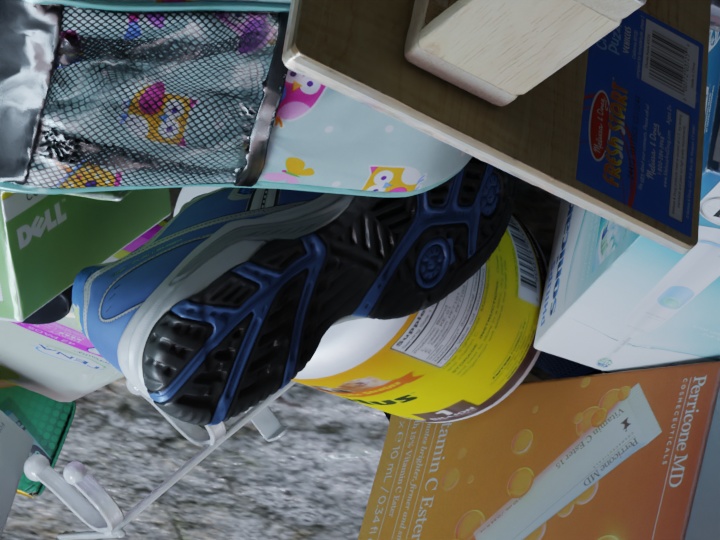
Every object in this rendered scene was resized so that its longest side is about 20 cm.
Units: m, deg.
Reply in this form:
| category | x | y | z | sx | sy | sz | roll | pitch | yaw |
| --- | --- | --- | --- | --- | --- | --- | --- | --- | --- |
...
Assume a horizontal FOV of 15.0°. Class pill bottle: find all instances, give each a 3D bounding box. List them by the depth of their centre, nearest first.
| category | x | y | z | sx | sy | sz | roll | pitch | yaw |
| --- | --- | --- | --- | --- | --- | --- | --- | --- | --- |
| pill bottle | 0.000 | 0.000 | 1.175 | 0.109 | 0.110 | 0.200 | -1 | 168 | 26 |

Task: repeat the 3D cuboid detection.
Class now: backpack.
| category | x | y | z | sx | sy | sz | roll | pitch | yaw |
| --- | --- | --- | --- | --- | --- | --- | --- | --- | --- |
| backpack | -0.039 | -0.113 | 0.959 | 0.199 | 0.176 | 0.154 | 10 | 124 | -20 |

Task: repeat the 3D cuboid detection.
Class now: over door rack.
| category | x | y | z | sx | sy | sz | roll | pitch | yaw |
| --- | --- | --- | --- | --- | --- | --- | --- | --- | --- |
| over door rack | -0.098 | 0.084 | 1.391 | 0.067 | 0.148 | 0.200 | 50 | 163 | 6 |

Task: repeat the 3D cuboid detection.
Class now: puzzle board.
| category | x | y | z | sx | sy | sz | roll | pitch | yaw |
| --- | --- | --- | --- | --- | --- | --- | --- | --- | --- |
| puzzle board | 0.050 | -0.113 | 0.890 | 0.150 | 0.201 | 0.017 | 25 | 141 | -22 |

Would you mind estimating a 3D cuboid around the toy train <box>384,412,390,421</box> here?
| category | x | y | z | sx | sy | sz | roll | pitch | yaw |
| --- | --- | --- | --- | --- | --- | --- | --- | --- | --- |
| toy train | 0.004 | 0.027 | 1.352 | 0.034 | 0.046 | 0.200 | 2 | 151 | 21 |

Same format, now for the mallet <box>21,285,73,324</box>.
| category | x | y | z | sx | sy | sz | roll | pitch | yaw |
| --- | --- | --- | --- | --- | --- | --- | --- | --- | --- |
| mallet | -0.090 | -0.049 | 1.117 | 0.041 | 0.066 | 0.200 | 24 | 136 | -30 |

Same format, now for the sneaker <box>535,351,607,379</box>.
| category | x | y | z | sx | sy | sz | roll | pitch | yaw |
| --- | --- | --- | --- | --- | --- | --- | --- | --- | --- |
| sneaker | 0.150 | 0.065 | 1.311 | 0.199 | 0.090 | 0.078 | 26 | 150 | -23 |

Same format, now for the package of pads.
| category | x | y | z | sx | sy | sz | roll | pitch | yaw |
| --- | --- | --- | --- | --- | --- | --- | --- | --- | --- |
| package of pads | -0.172 | 0.001 | 1.329 | 0.154 | 0.069 | 0.200 | 22 | 163 | -16 |

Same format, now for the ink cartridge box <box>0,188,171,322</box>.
| category | x | y | z | sx | sy | sz | roll | pitch | yaw |
| --- | --- | --- | --- | --- | --- | --- | --- | --- | --- |
| ink cartridge box | -0.141 | -0.031 | 1.052 | 0.199 | 0.104 | 0.060 | 6 | 117 | 30 |

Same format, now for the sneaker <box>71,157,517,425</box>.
| category | x | y | z | sx | sy | sz | roll | pitch | yaw |
| --- | --- | --- | --- | --- | --- | --- | --- | --- | --- |
| sneaker | -0.021 | -0.015 | 1.027 | 0.077 | 0.199 | 0.076 | 24 | 129 | 42 |

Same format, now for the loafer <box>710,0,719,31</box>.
| category | x | y | z | sx | sy | sz | roll | pitch | yaw |
| --- | --- | --- | --- | --- | --- | --- | --- | --- | --- |
| loafer | 0.148 | -0.109 | 1.003 | 0.199 | 0.072 | 0.063 | 17 | 157 | -15 |

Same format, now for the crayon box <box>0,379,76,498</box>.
| category | x | y | z | sx | sy | sz | roll | pitch | yaw |
| --- | --- | --- | --- | --- | --- | --- | --- | --- | --- |
| crayon box | -0.260 | 0.058 | 1.463 | 0.199 | 0.059 | 0.119 | 24 | 172 | -12 |

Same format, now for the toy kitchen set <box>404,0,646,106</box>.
| category | x | y | z | sx | sy | sz | roll | pitch | yaw |
| --- | --- | --- | --- | --- | --- | --- | --- | --- | --- |
| toy kitchen set | 0.017 | -0.192 | 0.776 | 0.199 | 0.181 | 0.163 | 24 | 150 | -20 |

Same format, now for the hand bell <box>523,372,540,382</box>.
| category | x | y | z | sx | sy | sz | roll | pitch | yaw |
| --- | --- | --- | --- | --- | --- | --- | --- | --- | --- |
| hand bell | 0.061 | 0.047 | 1.351 | 0.103 | 0.105 | 0.201 | 2 | 138 | 21 |

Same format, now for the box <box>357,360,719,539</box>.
| category | x | y | z | sx | sy | sz | roll | pitch | yaw |
| --- | --- | --- | --- | --- | --- | --- | --- | --- | --- |
| box | 0.100 | 0.124 | 1.231 | 0.199 | 0.125 | 0.097 | -10 | 145 | 43 |

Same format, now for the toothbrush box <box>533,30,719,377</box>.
| category | x | y | z | sx | sy | sz | roll | pitch | yaw |
| --- | --- | --- | --- | --- | --- | --- | --- | --- | --- |
| toothbrush box | 0.177 | -0.015 | 1.149 | 0.146 | 0.086 | 0.200 | 17 | 153 | -9 |

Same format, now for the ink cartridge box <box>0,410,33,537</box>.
| category | x | y | z | sx | sy | sz | roll | pitch | yaw |
| --- | --- | --- | --- | --- | --- | --- | --- | --- | --- |
| ink cartridge box | -0.281 | 0.073 | 1.332 | 0.145 | 0.083 | 0.200 | -16 | 133 | 34 |
